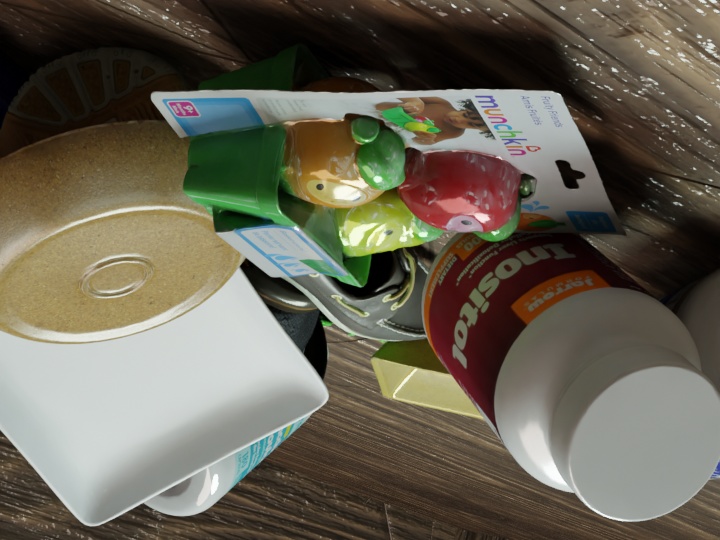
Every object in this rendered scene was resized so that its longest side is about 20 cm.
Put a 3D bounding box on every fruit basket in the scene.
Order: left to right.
[{"bbox_3d":[0.020,-0.043,0.687,0.199,0.094,0.185,8,165,22],"label":"fruit basket"}]

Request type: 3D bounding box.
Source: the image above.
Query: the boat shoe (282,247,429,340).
[{"bbox_3d":[0.000,0.000,0.932,0.060,0.072,0.201,8,163,48],"label":"boat shoe"}]

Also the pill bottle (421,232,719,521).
[{"bbox_3d":[0.113,0.048,0.744,0.113,0.113,0.200,22,-167,-22],"label":"pill bottle"}]

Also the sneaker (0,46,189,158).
[{"bbox_3d":[-0.167,-0.066,0.796,0.200,0.076,0.088,-26,169,27],"label":"sneaker"}]

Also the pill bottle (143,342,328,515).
[{"bbox_3d":[-0.103,0.100,1.086,0.110,0.111,0.200,9,-153,28],"label":"pill bottle"}]

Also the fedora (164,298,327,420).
[{"bbox_3d":[-0.087,0.020,1.006,0.200,0.201,0.092,23,133,-27],"label":"fedora"}]

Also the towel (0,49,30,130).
[{"bbox_3d":[-0.252,-0.069,0.833,0.050,0.147,0.200,58,-175,25],"label":"towel"}]

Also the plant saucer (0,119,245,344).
[{"bbox_3d":[-0.141,-0.009,0.769,0.199,0.036,0.200,-16,153,-8],"label":"plant saucer"}]

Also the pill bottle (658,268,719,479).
[{"bbox_3d":[0.216,0.068,0.845,0.119,0.120,0.200,17,167,-3],"label":"pill bottle"}]

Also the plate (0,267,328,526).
[{"bbox_3d":[-0.151,0.055,0.902,0.200,0.199,0.032,57,-171,-29],"label":"plate"}]

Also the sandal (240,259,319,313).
[{"bbox_3d":[-0.092,-0.030,0.920,0.200,0.082,0.055,27,144,-26],"label":"sandal"}]

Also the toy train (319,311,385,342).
[{"bbox_3d":[-0.043,0.028,1.183,0.199,0.042,0.056,11,176,23],"label":"toy train"}]

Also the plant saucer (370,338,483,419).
[{"bbox_3d":[0.116,0.097,1.237,0.199,0.049,0.200,11,166,7],"label":"plant saucer"}]
